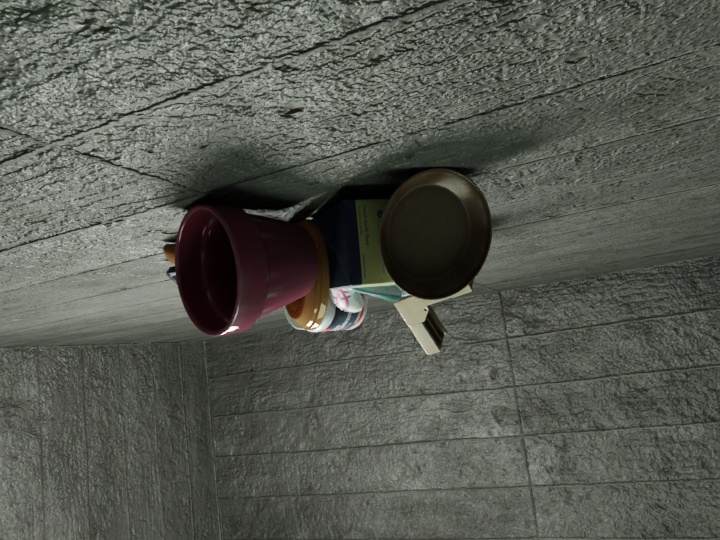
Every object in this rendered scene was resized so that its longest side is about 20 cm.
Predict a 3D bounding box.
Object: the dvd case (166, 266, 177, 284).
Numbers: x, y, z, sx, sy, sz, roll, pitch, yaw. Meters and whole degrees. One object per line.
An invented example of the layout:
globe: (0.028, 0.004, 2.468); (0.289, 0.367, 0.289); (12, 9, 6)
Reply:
dvd case: (-0.309, 0.039, 1.266); (0.198, 0.025, 0.151); (-7, 134, 36)

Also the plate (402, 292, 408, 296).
plate: (0.185, -0.020, 1.418); (0.198, 0.033, 0.200); (-16, -154, 42)

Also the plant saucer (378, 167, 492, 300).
plant saucer: (0.113, -0.057, 0.911); (0.197, 0.204, 0.037); (-4, -169, -22)

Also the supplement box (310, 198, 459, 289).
supplement box: (0.037, -0.042, 1.022); (0.197, 0.137, 0.200); (-4, 178, -21)

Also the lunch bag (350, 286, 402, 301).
lunch bag: (0.000, 0.000, 1.241); (0.198, 0.078, 0.160); (13, -163, -44)

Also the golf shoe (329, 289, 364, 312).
golf shoe: (-0.038, 0.031, 1.419); (0.091, 0.073, 0.201); (-11, 133, 32)

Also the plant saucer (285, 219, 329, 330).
plant saucer: (-0.108, 0.009, 1.064); (0.037, 0.204, 0.200); (-2, 170, -24)

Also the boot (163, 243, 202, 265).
boot: (-0.303, -0.033, 1.078); (0.153, 0.074, 0.201); (15, 153, 22)

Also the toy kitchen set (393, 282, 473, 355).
toy kitchen set: (0.224, 0.069, 1.465); (0.198, 0.181, 0.164); (-21, -156, 31)

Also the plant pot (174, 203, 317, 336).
plant pot: (-0.175, -0.008, 0.941); (0.177, 0.203, 0.199); (-8, 174, -45)

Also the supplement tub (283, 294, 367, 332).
supplement tub: (-0.089, 0.088, 1.532); (0.139, 0.143, 0.199); (-14, 169, 38)
